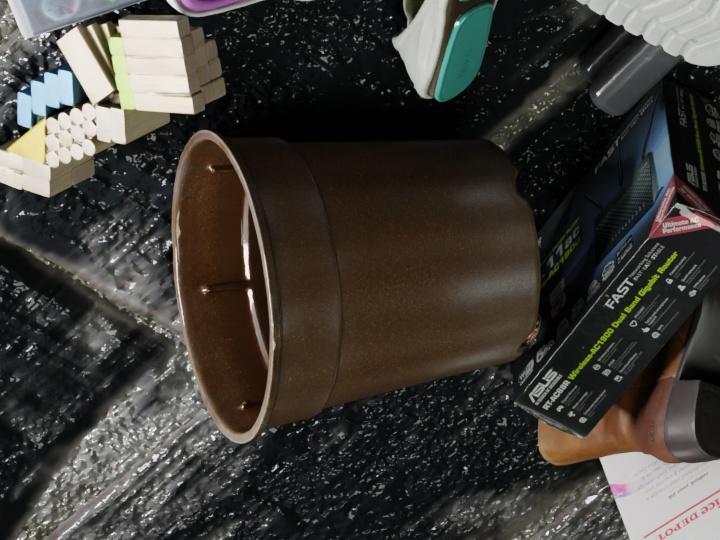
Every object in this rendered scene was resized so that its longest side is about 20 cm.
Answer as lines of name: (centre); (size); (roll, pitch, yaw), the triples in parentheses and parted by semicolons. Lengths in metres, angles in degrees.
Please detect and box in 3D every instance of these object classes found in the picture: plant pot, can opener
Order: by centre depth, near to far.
can opener: (0.231, -0.174, 1.696); (0.067, 0.054, 0.200); (25, 123, -34)
plant pot: (0.000, 0.000, 1.706); (0.197, 0.201, 0.201); (-7, 135, -20)

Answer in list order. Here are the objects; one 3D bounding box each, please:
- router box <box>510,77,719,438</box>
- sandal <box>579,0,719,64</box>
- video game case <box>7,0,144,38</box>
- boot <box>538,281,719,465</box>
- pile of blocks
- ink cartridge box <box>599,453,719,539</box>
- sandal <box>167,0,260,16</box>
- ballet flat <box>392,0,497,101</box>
router box: (0.177, -0.009, 1.764); (0.062, 0.150, 0.200); (27, 122, -17)
sandal: (0.160, -0.201, 1.632); (0.202, 0.050, 0.082); (39, 134, -19)
video game case: (-0.143, -0.240, 1.538); (0.181, 0.023, 0.201); (-18, 136, 1)
boot: (0.206, 0.044, 1.815); (0.068, 0.190, 0.200); (11, 172, -27)
pile of blocks: (-0.155, -0.113, 1.633); (0.199, 0.082, 0.062); (-26, -176, 40)
ink cartridge box: (0.251, 0.160, 1.922); (0.117, 0.201, 0.067); (-33, 134, 16)
sandal: (-0.022, -0.196, 1.572); (0.202, 0.050, 0.083); (-26, 136, -10)
ballet flat: (0.061, -0.185, 1.609); (0.069, 0.070, 0.200); (2, 145, -18)
